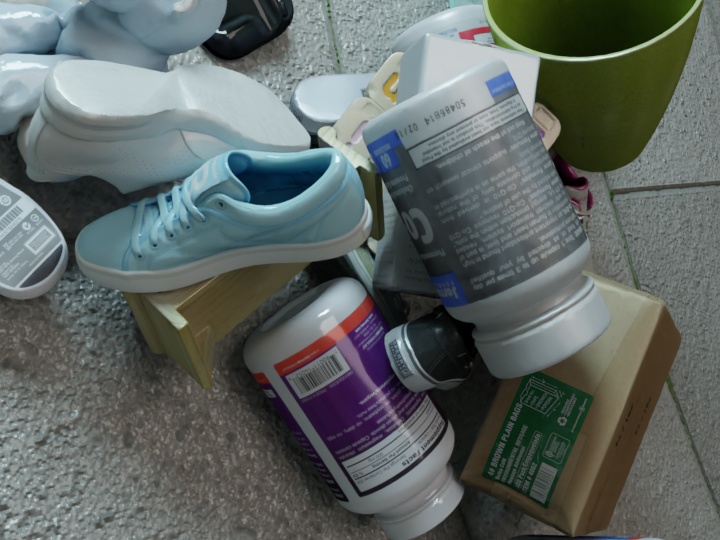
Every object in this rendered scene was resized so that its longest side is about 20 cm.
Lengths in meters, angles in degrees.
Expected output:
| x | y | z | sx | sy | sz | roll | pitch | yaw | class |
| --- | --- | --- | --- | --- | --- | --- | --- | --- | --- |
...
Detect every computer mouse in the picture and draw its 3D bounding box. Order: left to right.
| x | y | z | sx | sy | sz | roll | pitch | yaw | class |
| --- | --- | --- | --- | --- | --- | --- | --- | --- | --- |
| -0.285 | -0.051 | 0.585 | 0.200 | 0.044 | 0.110 | 45 | 48 | -12 | computer mouse |

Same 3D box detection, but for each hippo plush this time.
| x | y | z | sx | sy | sz | roll | pitch | yaw | class |
| --- | --- | --- | --- | --- | --- | --- | --- | --- | --- |
| -0.168 | -0.156 | 0.614 | 0.200 | 0.161 | 0.160 | 34 | 41 | -24 | hippo plush |

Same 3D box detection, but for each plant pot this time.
| x | y | z | sx | sy | sz | roll | pitch | yaw | class |
| --- | --- | --- | --- | --- | --- | --- | --- | --- | --- |
| 0.220 | -0.190 | 0.829 | 0.200 | 0.186 | 0.188 | 66 | 36 | -53 | plant pot |

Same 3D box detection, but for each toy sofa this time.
| x | y | z | sx | sy | sz | roll | pitch | yaw | class |
| --- | --- | --- | --- | --- | --- | --- | --- | --- | --- |
| -0.081 | -0.019 | 0.655 | 0.200 | 0.083 | 0.097 | -40 | 60 | -22 | toy sofa |

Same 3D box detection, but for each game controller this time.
| x | y | z | sx | sy | sz | roll | pitch | yaw | class |
| --- | --- | --- | --- | --- | --- | --- | --- | --- | --- |
| -0.142 | -0.287 | 0.784 | 0.104 | 0.042 | 0.201 | -38 | 100 | -25 | game controller |

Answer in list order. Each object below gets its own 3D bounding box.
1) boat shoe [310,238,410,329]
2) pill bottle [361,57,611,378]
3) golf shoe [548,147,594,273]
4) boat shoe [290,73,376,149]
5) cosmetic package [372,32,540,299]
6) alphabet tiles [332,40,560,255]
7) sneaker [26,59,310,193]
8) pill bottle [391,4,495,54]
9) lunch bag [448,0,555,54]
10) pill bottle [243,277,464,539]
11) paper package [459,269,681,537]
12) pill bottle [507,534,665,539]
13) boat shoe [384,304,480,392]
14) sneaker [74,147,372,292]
| x | y | z | sx | sy | sz | roll | pitch | yaw | class |
| --- | --- | --- | --- | --- | --- | --- | --- | --- | --- |
| -0.001 | 0.000 | 0.778 | 0.065 | 0.074 | 0.203 | -27 | 87 | -36 | boat shoe |
| 0.092 | -0.034 | 0.624 | 0.114 | 0.114 | 0.201 | -31 | 97 | -41 | pill bottle |
| 0.218 | -0.048 | 0.958 | 0.075 | 0.091 | 0.201 | -37 | 101 | -42 | golf shoe |
| 0.033 | -0.142 | 0.803 | 0.199 | 0.057 | 0.069 | -2 | 62 | -13 | boat shoe |
| 0.075 | -0.077 | 0.715 | 0.101 | 0.074 | 0.201 | 9 | 86 | -13 | cosmetic package |
| 0.075 | -0.088 | 0.761 | 0.200 | 0.015 | 0.196 | 39 | 84 | -13 | alphabet tiles |
| -0.128 | -0.086 | 0.597 | 0.199 | 0.089 | 0.075 | -1 | 50 | -43 | sneaker |
| 0.112 | -0.152 | 0.890 | 0.112 | 0.112 | 0.201 | -16 | 86 | -41 | pill bottle |
| 0.195 | -0.243 | 0.985 | 0.170 | 0.122 | 0.201 | -13 | 92 | -44 | lunch bag |
| 0.000 | 0.113 | 0.714 | 0.112 | 0.112 | 0.201 | -41 | 103 | -39 | pill bottle |
| 0.189 | 0.113 | 0.765 | 0.190 | 0.103 | 0.201 | 30 | 83 | -62 | paper package |
| 0.171 | 0.278 | 0.738 | 0.112 | 0.200 | 0.113 | 11 | 72 | -35 | pill bottle |
| 0.075 | 0.060 | 0.727 | 0.069 | 0.056 | 0.200 | 62 | 15 | 7 | boat shoe |
| -0.095 | -0.045 | 0.570 | 0.082 | 0.199 | 0.074 | 76 | 3 | -48 | sneaker |
